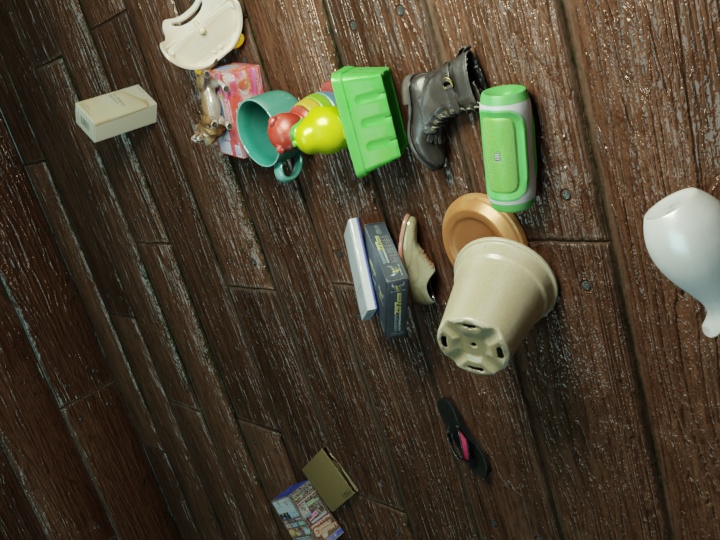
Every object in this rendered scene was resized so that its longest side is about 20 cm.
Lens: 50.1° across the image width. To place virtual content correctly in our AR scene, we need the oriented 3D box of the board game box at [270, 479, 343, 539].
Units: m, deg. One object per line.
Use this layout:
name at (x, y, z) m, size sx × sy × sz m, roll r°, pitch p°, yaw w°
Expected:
board game box at (-0.173, 0.788, 2.464) m, size 0.201 × 0.097 × 0.159 m, roll 58°, pitch 144°, yaw 4°

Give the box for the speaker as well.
speaker at (0.248, -0.203, 1.292) m, size 0.088 × 0.088 × 0.201 m, roll 16°, pitch 125°, yaw 44°

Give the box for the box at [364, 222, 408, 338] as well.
box at (0.052, 0.018, 1.622) m, size 0.200 × 0.051 × 0.158 m, roll -110°, pitch 16°, yaw -49°

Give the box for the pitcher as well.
pitcher at (0.511, -0.025, 1.085) m, size 0.171 × 0.121 × 0.200 m, roll -31°, pitch 99°, yaw 34°

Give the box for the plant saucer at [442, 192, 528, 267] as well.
plant saucer at (0.229, -0.047, 1.462) m, size 0.200 × 0.037 × 0.201 m, roll 30°, pitch 135°, yaw 36°

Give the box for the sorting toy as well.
sorting toy at (-0.372, -0.560, 1.758) m, size 0.180 × 0.200 × 0.107 m, roll 52°, pitch -179°, yaw 33°

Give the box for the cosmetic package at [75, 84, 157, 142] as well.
cosmetic package at (-0.684, -0.442, 2.162) m, size 0.103 × 0.200 × 0.073 m, roll 43°, pitch 141°, yaw 20°

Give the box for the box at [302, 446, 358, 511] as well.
box at (-0.095, 0.632, 2.327) m, size 0.164 × 0.021 × 0.200 m, roll 51°, pitch 143°, yaw 13°

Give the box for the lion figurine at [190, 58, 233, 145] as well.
lion figurine at (-0.343, -0.381, 1.751) m, size 0.122 × 0.072 × 0.201 m, roll 29°, pitch 121°, yaw 55°

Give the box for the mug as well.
mug at (-0.186, -0.308, 1.721) m, size 0.152 × 0.114 × 0.186 m, roll 31°, pitch 135°, yaw 34°

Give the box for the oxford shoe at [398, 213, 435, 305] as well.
oxford shoe at (0.121, -0.022, 1.603) m, size 0.073 × 0.071 × 0.201 m, roll 1°, pitch 115°, yaw 18°

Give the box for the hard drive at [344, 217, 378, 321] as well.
hard drive at (0.000, 0.000, 1.682) m, size 0.132 × 0.025 × 0.201 m, roll 112°, pitch 147°, yaw -75°

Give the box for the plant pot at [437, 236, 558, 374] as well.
plant pot at (0.230, 0.075, 1.370) m, size 0.199 × 0.184 × 0.201 m, roll 18°, pitch 136°, yaw 18°

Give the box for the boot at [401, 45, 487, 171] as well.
boot at (0.157, -0.280, 1.363) m, size 0.174 × 0.069 × 0.201 m, roll 0°, pitch 111°, yaw 51°

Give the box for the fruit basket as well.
fruit basket at (-0.028, -0.280, 1.475) m, size 0.214 × 0.156 × 0.217 m, roll 5°, pitch 113°, yaw 12°

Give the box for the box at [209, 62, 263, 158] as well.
box at (-0.286, -0.377, 1.812) m, size 0.102 × 0.094 × 0.201 m, roll 19°, pitch 127°, yaw 42°

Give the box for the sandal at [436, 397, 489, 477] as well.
sandal at (0.224, 0.387, 1.754) m, size 0.201 × 0.045 × 0.075 m, roll 60°, pitch 144°, yaw 1°

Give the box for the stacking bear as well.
stacking bear at (-0.101, -0.298, 1.549) m, size 0.113 × 0.199 × 0.122 m, roll 14°, pitch 124°, yaw 47°
